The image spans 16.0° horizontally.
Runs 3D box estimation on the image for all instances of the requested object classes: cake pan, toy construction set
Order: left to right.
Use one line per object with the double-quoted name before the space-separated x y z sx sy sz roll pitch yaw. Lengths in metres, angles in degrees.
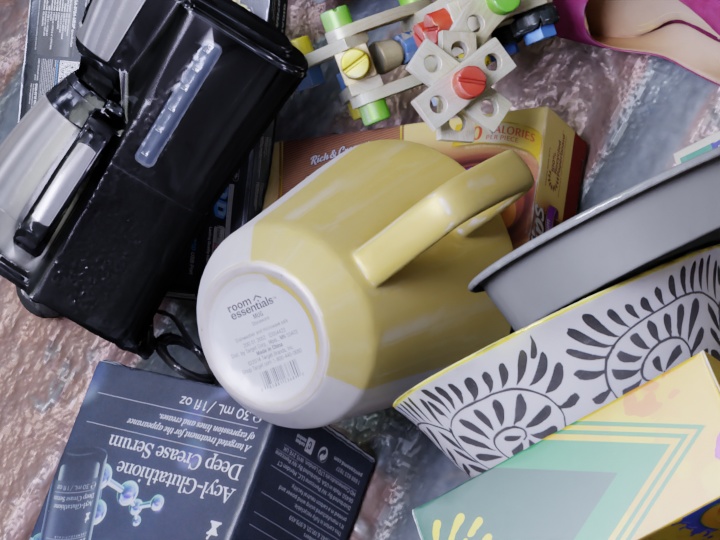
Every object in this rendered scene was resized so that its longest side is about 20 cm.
"toy construction set" 0.042 -0.133 1.499 0.130 0.093 0.200 -20 15 -18
"cake pan" 0.152 -0.020 1.333 0.199 0.200 0.037 -28 84 20

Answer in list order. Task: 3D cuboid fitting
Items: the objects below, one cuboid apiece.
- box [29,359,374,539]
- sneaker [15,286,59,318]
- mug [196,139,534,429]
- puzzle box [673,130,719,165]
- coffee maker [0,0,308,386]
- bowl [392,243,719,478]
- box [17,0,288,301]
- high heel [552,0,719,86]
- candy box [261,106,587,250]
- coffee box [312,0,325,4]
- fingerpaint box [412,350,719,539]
"box" -0.106 0.171 1.490 0.148 0.107 0.201 9 72 37
"sneaker" -0.137 -0.032 1.648 0.115 0.075 0.201 36 108 18
"mug" -0.008 0.001 1.405 0.149 0.153 0.188 29 118 23
"puzzle box" 0.252 -0.008 1.385 0.133 0.025 0.201 -26 54 23
"coffee maker" -0.115 -0.064 1.511 0.201 0.191 0.135 -56 30 10
"bowl" 0.126 0.070 1.353 0.200 0.201 0.095 -29 82 20
"box" -0.133 -0.085 1.592 0.158 0.046 0.202 6 92 14
"high heel" 0.171 -0.137 1.471 0.199 0.068 0.096 -1 44 32
"candy box" 0.032 -0.026 1.532 0.199 0.056 0.117 -4 64 32
"coffee box" -0.017 -0.328 1.582 0.199 0.197 0.201 -29 36 44
"fingerpaint box" 0.147 0.128 1.265 0.166 0.200 0.074 -30 62 19
